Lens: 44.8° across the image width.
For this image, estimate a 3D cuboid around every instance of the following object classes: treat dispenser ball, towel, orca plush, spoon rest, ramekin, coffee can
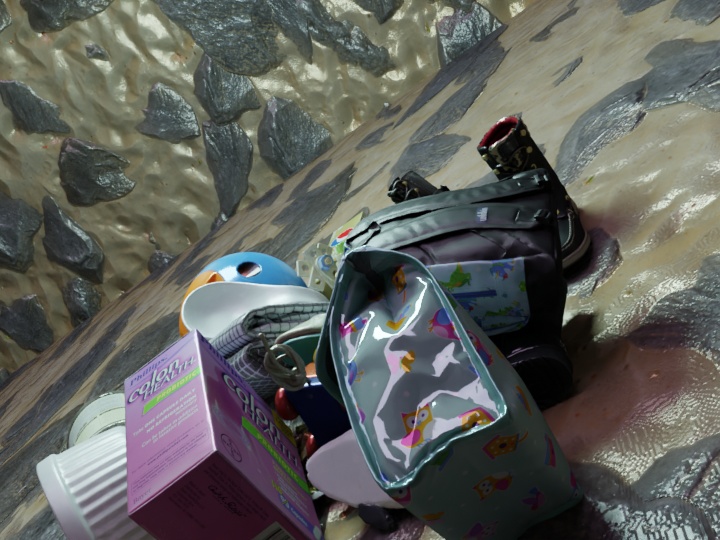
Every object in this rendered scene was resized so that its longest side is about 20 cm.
[{"bbox_3d":[-0.160,0.076,1.257,0.200,0.202,0.201,-34,15,11],"label":"treat dispenser ball"},{"bbox_3d":[-0.075,0.103,1.041,0.197,0.087,0.165,0,-20,-27],"label":"towel"},{"bbox_3d":[0.047,0.164,0.789,0.199,0.106,0.071,-32,-16,29],"label":"orca plush"},{"bbox_3d":[-0.131,0.050,1.125,0.197,0.061,0.100,0,44,-11],"label":"spoon rest"},{"bbox_3d":[-0.251,0.265,0.941,0.104,0.202,0.200,-31,13,-16],"label":"ramekin"},{"bbox_3d":[-0.329,0.258,1.213,0.146,0.147,0.200,-41,16,-14],"label":"coffee can"}]

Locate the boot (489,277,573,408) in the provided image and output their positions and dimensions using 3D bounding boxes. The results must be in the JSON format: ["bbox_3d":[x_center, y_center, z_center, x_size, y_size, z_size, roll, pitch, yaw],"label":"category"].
[{"bbox_3d":[0.113,0.081,0.853,0.198,0.077,0.169,-24,23,20],"label":"boot"}]

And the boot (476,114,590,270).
[{"bbox_3d":[0.199,-0.091,1.019,0.073,0.151,0.201,-30,17,24],"label":"boot"}]

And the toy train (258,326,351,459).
[{"bbox_3d":[-0.033,0.090,0.848,0.083,0.201,0.117,-11,38,23],"label":"toy train"}]

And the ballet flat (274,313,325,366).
[{"bbox_3d":[0.007,0.066,0.942,0.196,0.068,0.063,-3,43,4],"label":"ballet flat"}]

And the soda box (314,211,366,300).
[{"bbox_3d":[-0.012,-0.012,1.295,0.064,0.068,0.201,-33,16,19],"label":"soda box"}]

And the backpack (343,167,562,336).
[{"bbox_3d":[0.081,-0.007,0.815,0.196,0.156,0.164,0,37,6],"label":"backpack"}]

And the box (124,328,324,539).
[{"bbox_3d":[-0.132,0.188,0.835,0.096,0.177,0.200,-36,30,3],"label":"box"}]

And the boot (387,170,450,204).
[{"bbox_3d":[0.107,-0.053,1.055,0.070,0.173,0.200,-58,1,17],"label":"boot"}]

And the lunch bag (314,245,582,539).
[{"bbox_3d":[0.054,0.091,0.656,0.121,0.171,0.201,-35,47,6],"label":"lunch bag"}]

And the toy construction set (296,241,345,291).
[{"bbox_3d":[0.000,0.000,1.090,0.130,0.094,0.199,-19,6,-24],"label":"toy construction set"}]

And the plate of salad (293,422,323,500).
[{"bbox_3d":[-0.037,0.181,0.966,0.199,0.048,0.200,-34,16,11],"label":"plate of salad"}]
